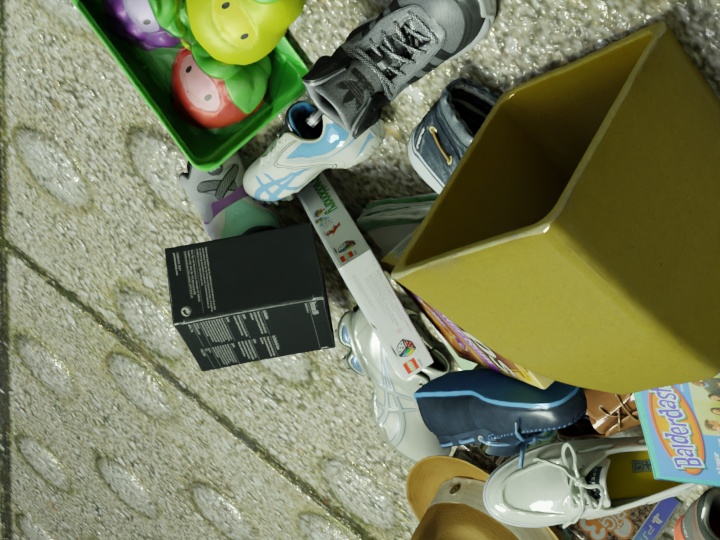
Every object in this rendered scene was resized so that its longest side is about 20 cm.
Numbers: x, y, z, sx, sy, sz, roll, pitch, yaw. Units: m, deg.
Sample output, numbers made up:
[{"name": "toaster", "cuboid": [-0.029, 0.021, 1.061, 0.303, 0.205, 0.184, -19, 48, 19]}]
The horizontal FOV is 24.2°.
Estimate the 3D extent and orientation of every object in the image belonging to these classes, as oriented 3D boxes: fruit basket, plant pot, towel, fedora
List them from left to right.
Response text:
[{"name": "fruit basket", "cuboid": [-0.131, -0.205, 1.419, 0.216, 0.155, 0.216, 46, 167, 14]}, {"name": "towel", "cuboid": [0.092, 0.017, 1.523, 0.148, 0.031, 0.201, -4, 126, 54]}, {"name": "fedora", "cuboid": [0.105, 0.263, 1.566, 0.199, 0.082, 0.202, 30, 148, 21]}, {"name": "plant pot", "cuboid": [0.181, -0.019, 1.214, 0.200, 0.195, 0.195, 43, 151, -18]}]

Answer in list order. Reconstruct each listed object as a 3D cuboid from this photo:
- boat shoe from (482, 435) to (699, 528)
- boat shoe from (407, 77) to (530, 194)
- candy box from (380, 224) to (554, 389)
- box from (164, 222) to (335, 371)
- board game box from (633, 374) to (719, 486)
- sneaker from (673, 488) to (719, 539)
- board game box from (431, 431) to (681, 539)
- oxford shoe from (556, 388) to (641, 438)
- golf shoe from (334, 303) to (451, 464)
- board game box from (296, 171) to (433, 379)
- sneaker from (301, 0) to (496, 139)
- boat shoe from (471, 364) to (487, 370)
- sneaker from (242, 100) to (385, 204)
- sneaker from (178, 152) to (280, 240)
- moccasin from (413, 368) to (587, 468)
[{"name": "boat shoe", "cuboid": [0.201, 0.182, 1.443, 0.199, 0.076, 0.086, -8, 175, 10]}, {"name": "boat shoe", "cuboid": [0.125, -0.062, 1.339, 0.200, 0.071, 0.091, 42, 150, 5]}, {"name": "candy box", "cuboid": [0.097, 0.026, 1.387, 0.117, 0.056, 0.200, 49, 169, -14]}, {"name": "box", "cuboid": [-0.101, 0.029, 1.598, 0.200, 0.139, 0.080, 83, 179, -74]}, {"name": "board game box", "cuboid": [0.314, 0.108, 1.303, 0.198, 0.045, 0.153, 4, 134, 28]}, {"name": "sneaker", "cuboid": [0.363, 0.263, 1.459, 0.199, 0.077, 0.082, 32, 142, 19]}, {"name": "board game box", "cuboid": [0.181, 0.226, 1.610, 0.199, 0.097, 0.160, 38, 150, 11]}, {"name": "oxford shoe", "cuboid": [0.234, 0.109, 1.425, 0.071, 0.071, 0.200, 48, 149, -5]}, {"name": "golf shoe", "cuboid": [0.054, 0.117, 1.657, 0.097, 0.078, 0.201, -2, 129, 44]}, {"name": "board game box", "cuboid": [0.000, 0.000, 1.510, 0.127, 0.034, 0.200, 60, 180, -27]}, {"name": "sneaker", "cuboid": [0.024, -0.164, 1.291, 0.076, 0.114, 0.200, 47, 151, -7]}, {"name": "boat shoe", "cuboid": [0.163, 0.090, 1.441, 0.200, 0.073, 0.064, -28, 76, 50]}, {"name": "sneaker", "cuboid": [-0.052, -0.113, 1.491, 0.073, 0.072, 0.199, 46, 147, -15]}, {"name": "sneaker", "cuboid": [-0.132, -0.070, 1.661, 0.141, 0.077, 0.200, 60, 168, 13]}, {"name": "moccasin", "cuboid": [0.125, 0.119, 1.401, 0.199, 0.080, 0.069, -3, 110, 61]}]
